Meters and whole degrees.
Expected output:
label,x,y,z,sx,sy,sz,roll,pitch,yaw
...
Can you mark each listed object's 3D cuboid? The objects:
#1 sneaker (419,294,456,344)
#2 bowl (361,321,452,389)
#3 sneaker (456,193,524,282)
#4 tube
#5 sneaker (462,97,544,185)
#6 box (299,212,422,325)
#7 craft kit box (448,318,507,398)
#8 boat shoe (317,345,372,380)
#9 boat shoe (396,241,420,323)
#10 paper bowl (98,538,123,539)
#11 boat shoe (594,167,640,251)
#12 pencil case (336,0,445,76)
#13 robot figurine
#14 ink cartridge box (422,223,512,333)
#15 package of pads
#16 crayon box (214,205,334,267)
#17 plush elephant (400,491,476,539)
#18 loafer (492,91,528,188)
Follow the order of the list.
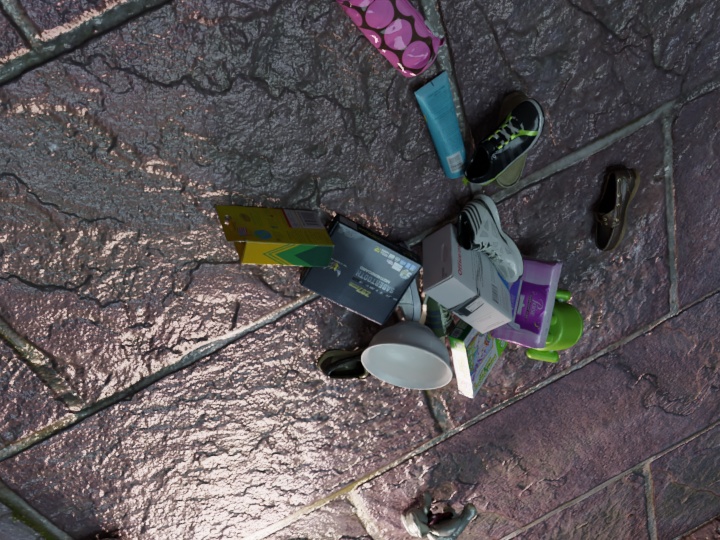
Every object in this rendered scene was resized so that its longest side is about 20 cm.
label,x,y,z,sx,sy,sz,roll,pitch,yaw
sneaker,0.181,0.104,1.621,0.067,0.090,0.201,-33,147,-47
bowl,0.107,0.173,1.586,0.199,0.091,0.202,10,146,7
sneaker,0.254,-0.045,1.503,0.115,0.075,0.201,-37,104,-36
tube,0.158,-0.267,1.375,0.077,0.050,0.201,-41,131,-21
sneaker,0.263,-0.230,1.362,0.083,0.072,0.200,-13,145,-51
box,0.000,0.000,1.462,0.199,0.051,0.158,28,112,-15
craft kit box,0.276,0.154,1.674,0.200,0.048,0.198,-50,144,-32
boat shoe,0.003,0.215,1.652,0.198,0.065,0.074,-6,126,-21
boat shoe,0.073,0.039,1.547,0.086,0.075,0.203,-18,127,-11
paper bowl,-0.604,0.716,1.730,0.199,0.105,0.202,-12,129,-15
boat shoe,0.558,-0.135,1.637,0.070,0.070,0.201,-8,119,-27
pencil case,0.049,-0.412,1.192,0.093,0.091,0.200,-17,144,37
robot figurine,0.456,0.131,1.740,0.199,0.115,0.177,3,96,-50
ink cartridge box,0.222,0.018,1.530,0.084,0.145,0.200,-30,130,34
package of pads,0.369,0.064,1.624,0.076,0.120,0.202,-7,108,-63
crayon box,-0.161,-0.064,1.332,0.199,0.127,0.051,3,124,-24
plush elephant,0.197,0.706,2.066,0.155,0.165,0.200,41,66,-4
loafer,0.298,-0.246,1.437,0.075,0.068,0.201,-9,126,-14
